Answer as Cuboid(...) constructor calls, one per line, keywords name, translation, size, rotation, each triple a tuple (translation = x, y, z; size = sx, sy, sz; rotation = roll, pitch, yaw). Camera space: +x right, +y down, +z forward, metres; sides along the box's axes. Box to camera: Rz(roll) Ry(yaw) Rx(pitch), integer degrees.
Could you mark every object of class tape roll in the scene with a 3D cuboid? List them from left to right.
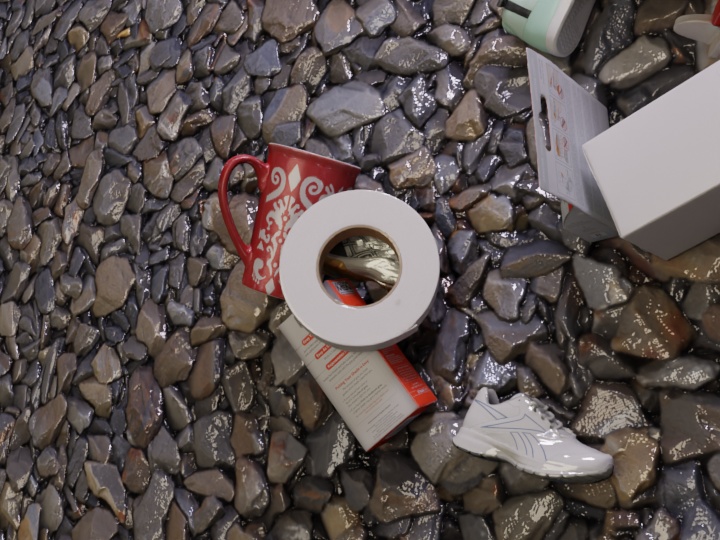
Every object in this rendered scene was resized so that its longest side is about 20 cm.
Cuboid(name="tape roll", translation=(0.000, 0.000, 1.200), size=(0.202, 0.037, 0.204), rotation=(-1, 74, 4))

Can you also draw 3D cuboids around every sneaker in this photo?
Cuboid(name="sneaker", translation=(0.008, -0.029, 1.267), size=(0.199, 0.076, 0.088), rotation=(15, 79, 8))
Cuboid(name="sneaker", translation=(0.193, 0.185, 1.088), size=(0.200, 0.074, 0.087), rotation=(12, 82, 40))
Cuboid(name="sneaker", translation=(0.242, -0.370, 1.180), size=(0.118, 0.074, 0.201), rotation=(33, 100, 42))

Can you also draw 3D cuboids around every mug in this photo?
Cuboid(name="mug", translation=(-0.108, -0.069, 1.353), size=(0.177, 0.133, 0.201), rotation=(15, 94, 10))

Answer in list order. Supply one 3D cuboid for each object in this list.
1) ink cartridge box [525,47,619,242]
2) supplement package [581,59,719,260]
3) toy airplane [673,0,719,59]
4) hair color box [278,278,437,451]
Cuboid(name="ink cartridge box", translation=(0.219, -0.130, 1.056), size=(0.047, 0.200, 0.161), rotation=(-14, 70, 36))
Cuboid(name="supplement package", translation=(0.354, -0.116, 0.992), size=(0.200, 0.121, 0.120), rotation=(-32, 61, 29))
Cuboid(name="toy airplane", translation=(0.396, -0.296, 0.964), size=(0.199, 0.200, 0.142), rotation=(14, 83, 49))
Cuboid(name="hair color box", translation=(-0.005, 0.118, 1.238), size=(0.101, 0.061, 0.200), rotation=(-43, 74, 23))
